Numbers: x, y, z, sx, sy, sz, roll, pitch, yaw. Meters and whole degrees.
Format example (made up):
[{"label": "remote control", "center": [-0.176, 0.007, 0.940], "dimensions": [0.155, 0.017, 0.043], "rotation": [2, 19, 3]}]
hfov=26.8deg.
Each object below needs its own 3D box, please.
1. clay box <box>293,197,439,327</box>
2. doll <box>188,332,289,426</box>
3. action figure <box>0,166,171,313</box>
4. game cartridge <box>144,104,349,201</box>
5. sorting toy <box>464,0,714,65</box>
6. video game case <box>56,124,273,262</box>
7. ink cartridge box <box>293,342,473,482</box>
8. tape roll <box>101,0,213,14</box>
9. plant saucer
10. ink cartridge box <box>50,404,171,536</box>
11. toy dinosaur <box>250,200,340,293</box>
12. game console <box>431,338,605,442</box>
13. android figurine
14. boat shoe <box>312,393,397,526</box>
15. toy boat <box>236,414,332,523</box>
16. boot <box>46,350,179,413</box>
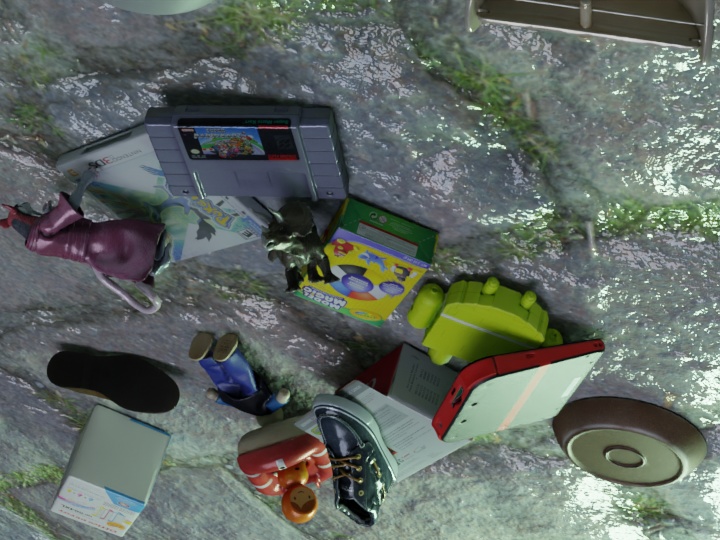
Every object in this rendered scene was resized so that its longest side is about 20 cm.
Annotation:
[{"label": "clay box", "center": [0.000, 0.000, 1.732], "dimensions": [0.114, 0.048, 0.200], "rotation": [21, 148, -9]}, {"label": "doll", "center": [-0.156, 0.160, 2.061], "dimensions": [0.135, 0.049, 0.200], "rotation": [1, 145, 26]}, {"label": "action figure", "center": [-0.320, -0.029, 1.724], "dimensions": [0.198, 0.150, 0.134], "rotation": [10, 157, -14]}, {"label": "game cartridge", "center": [-0.119, -0.123, 1.591], "dimensions": [0.198, 0.039, 0.130], "rotation": [1, 150, 11]}, {"label": "sorting toy", "center": [0.188, -0.270, 1.177], "dimensions": [0.198, 0.107, 0.181], "rotation": [10, 141, 12]}, {"label": "video game case", "center": [-0.222, -0.087, 1.731], "dimensions": [0.181, 0.022, 0.200], "rotation": [-13, 138, 40]}, {"label": "ink cartridge box", "center": [0.034, 0.178, 1.960], "dimensions": [0.175, 0.084, 0.200], "rotation": [29, 147, -16]}, {"label": "tape roll", "center": [-0.169, -0.305, 1.190], "dimensions": [0.199, 0.201, 0.066], "rotation": [27, 148, -15]}, {"label": "plant saucer", "center": [0.342, 0.228, 1.937], "dimensions": [0.198, 0.035, 0.201], "rotation": [12, 149, 7]}, {"label": "ink cartridge box", "center": [-0.393, 0.320, 2.355], "dimensions": [0.128, 0.126, 0.200], "rotation": [23, 148, -9]}, {"label": "toy dinosaur", "center": [-0.070, -0.033, 1.660], "dimensions": [0.076, 0.103, 0.200], "rotation": [-12, -173, -1]}, {"label": "game console", "center": [0.184, 0.143, 1.803], "dimensions": [0.175, 0.031, 0.200], "rotation": [-12, 155, -19]}, {"label": "android figurine", "center": [0.147, 0.067, 1.772], "dimensions": [0.181, 0.041, 0.200], "rotation": [19, 149, -2]}, {"label": "boat shoe", "center": [-0.012, 0.243, 1.918], "dimensions": [0.070, 0.091, 0.201], "rotation": [-1, 142, 30]}, {"label": "toy boat", "center": [-0.095, 0.289, 2.112], "dimensions": [0.129, 0.132, 0.200], "rotation": [-18, 153, 2]}, {"label": "boot", "center": [-0.342, 0.160, 2.152], "dimensions": [0.198, 0.074, 0.075], "rotation": [13, 168, 15]}]
